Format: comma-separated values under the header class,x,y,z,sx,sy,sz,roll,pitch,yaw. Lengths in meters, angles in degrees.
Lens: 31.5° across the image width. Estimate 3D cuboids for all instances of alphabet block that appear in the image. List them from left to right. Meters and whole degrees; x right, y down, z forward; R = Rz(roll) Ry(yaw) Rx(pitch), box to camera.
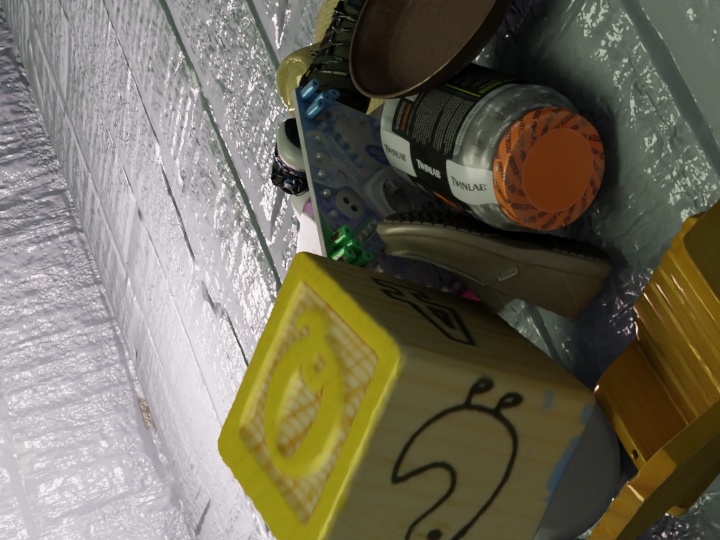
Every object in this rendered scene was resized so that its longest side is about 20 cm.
class,x,y,z,sx,sy,sz,roll,pitch,yaw
alphabet block,0.031,0.123,1.022,0.196,0.199,0.197,38,110,55

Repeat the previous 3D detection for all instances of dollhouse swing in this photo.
class,x,y,z,sx,sy,sz,roll,pitch,yaw
dollhouse swing,0.203,0.086,0.913,0.182,0.175,0.201,62,157,27

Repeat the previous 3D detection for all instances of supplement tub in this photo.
class,x,y,z,sx,sy,sz,roll,pitch,yaw
supplement tub,0.110,-0.106,1.078,0.200,0.122,0.123,-145,43,-59
supplement tub,0.136,0.171,1.189,0.200,0.139,0.141,-7,99,68

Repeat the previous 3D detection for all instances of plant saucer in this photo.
class,x,y,z,sx,sy,sz,roll,pitch,yaw
plant saucer,0.069,-0.226,1.086,0.200,0.037,0.201,-34,39,33

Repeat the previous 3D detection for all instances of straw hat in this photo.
class,x,y,z,sx,sy,sz,roll,pitch,yaw
straw hat,-0.048,-0.213,1.444,0.201,0.085,0.202,49,148,46

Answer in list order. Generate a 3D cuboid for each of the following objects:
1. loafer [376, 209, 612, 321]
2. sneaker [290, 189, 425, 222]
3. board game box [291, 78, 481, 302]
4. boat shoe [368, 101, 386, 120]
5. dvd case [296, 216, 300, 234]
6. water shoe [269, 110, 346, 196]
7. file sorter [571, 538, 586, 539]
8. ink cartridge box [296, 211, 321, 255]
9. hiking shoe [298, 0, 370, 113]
class,x,y,z,sx,sy,sz,roll,pitch,yaw
loafer,0.107,-0.002,1.065,0.076,0.198,0.069,-53,-25,-75
sneaker,-0.001,-0.073,1.279,0.200,0.073,0.115,25,154,34
board game box,0.035,-0.065,1.162,0.026,0.199,0.201,-37,51,35
boat shoe,0.024,-0.117,1.344,0.060,0.074,0.200,50,167,6
dvd case,-0.043,0.039,1.565,0.146,0.022,0.201,-94,-12,-52
water shoe,-0.051,-0.105,1.237,0.200,0.071,0.079,-77,9,-75
file sorter,0.204,0.307,1.071,0.200,0.138,0.126,-173,89,-67
ink cartridge box,0.000,0.000,1.226,0.115,0.068,0.200,38,158,12
hiking shoe,-0.015,-0.223,1.264,0.201,0.075,0.101,-74,-7,-51
